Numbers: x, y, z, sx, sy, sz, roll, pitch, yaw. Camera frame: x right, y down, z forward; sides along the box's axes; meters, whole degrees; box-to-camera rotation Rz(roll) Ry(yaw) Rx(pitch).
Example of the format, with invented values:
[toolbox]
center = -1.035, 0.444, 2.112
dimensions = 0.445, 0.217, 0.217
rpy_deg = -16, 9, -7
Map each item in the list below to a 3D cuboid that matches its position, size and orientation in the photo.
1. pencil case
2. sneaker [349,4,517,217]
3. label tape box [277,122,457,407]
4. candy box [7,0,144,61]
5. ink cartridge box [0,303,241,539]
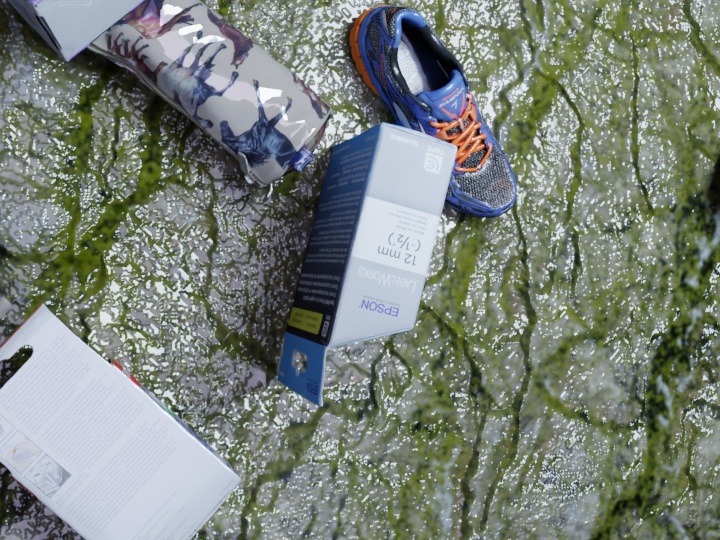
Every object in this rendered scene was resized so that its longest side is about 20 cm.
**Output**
[pencil case]
center = -0.117, -0.146, 0.775
dimensions = 0.200, 0.078, 0.090
rpy_deg = 38, 67, -13
[sneaker]
center = 0.062, -0.126, 0.826
dimensions = 0.075, 0.078, 0.200
rpy_deg = -39, 100, -11
[label tape box]
center = 0.000, 0.000, 0.776
dimensions = 0.066, 0.143, 0.201
rpy_deg = 13, 87, -15
[candy box]
center = -0.208, -0.273, 0.709
dimensions = 0.168, 0.072, 0.200
rpy_deg = -43, 73, -11
[ink cartridge box]
center = -0.199, 0.129, 0.772
dimensions = 0.200, 0.050, 0.109
rpy_deg = 45, 81, -11
